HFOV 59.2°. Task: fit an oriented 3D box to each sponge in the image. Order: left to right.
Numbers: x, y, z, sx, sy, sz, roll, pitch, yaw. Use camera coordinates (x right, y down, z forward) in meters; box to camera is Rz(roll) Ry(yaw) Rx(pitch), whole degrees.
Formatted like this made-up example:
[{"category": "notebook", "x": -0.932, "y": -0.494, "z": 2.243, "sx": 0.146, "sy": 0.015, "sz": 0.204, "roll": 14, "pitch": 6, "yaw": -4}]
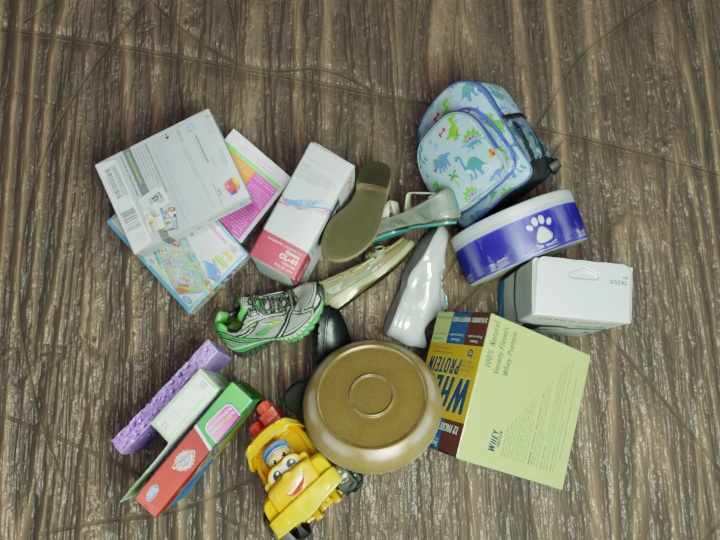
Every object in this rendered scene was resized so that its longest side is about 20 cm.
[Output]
[{"category": "sponge", "x": -0.284, "y": 0.194, "z": 0.968, "sx": 0.030, "sy": 0.112, "sz": 0.200, "roll": 42, "pitch": 81, "yaw": 7}]

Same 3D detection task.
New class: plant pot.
[{"category": "plant pot", "x": 0.016, "y": 0.177, "z": 0.878, "sx": 0.195, "sy": 0.028, "sz": 0.203, "roll": -2, "pitch": 53, "yaw": 2}]

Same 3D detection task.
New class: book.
[{"category": "book", "x": -0.223, "y": -0.114, "z": 1.062, "sx": 0.133, "sy": 0.048, "sz": 0.201, "roll": 38, "pitch": 82, "yaw": 4}]

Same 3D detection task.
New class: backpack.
[{"category": "backpack", "x": 0.181, "y": -0.194, "z": 1.011, "sx": 0.145, "sy": 0.183, "sz": 0.203, "roll": -13, "pitch": 71, "yaw": -44}]

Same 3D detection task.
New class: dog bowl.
[{"category": "dog bowl", "x": 0.245, "y": -0.048, "z": 0.985, "sx": 0.197, "sy": 0.200, "sz": 0.080, "roll": -21, "pitch": 83, "yaw": -6}]

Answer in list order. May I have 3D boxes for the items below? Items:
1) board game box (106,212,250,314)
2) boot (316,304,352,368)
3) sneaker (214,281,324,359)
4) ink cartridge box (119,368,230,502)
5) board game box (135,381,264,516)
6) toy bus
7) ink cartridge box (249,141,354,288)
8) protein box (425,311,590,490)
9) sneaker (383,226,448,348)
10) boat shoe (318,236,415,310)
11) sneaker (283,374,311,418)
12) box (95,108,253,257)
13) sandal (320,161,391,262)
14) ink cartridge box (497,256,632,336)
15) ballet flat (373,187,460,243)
[{"category": "board game box", "x": -0.290, "y": -0.050, "z": 1.020, "sx": 0.134, "sy": 0.034, "sz": 0.200, "roll": -43, "pitch": 86, "yaw": -3}, {"category": "boot", "x": 0.013, "y": 0.153, "z": 0.984, "sx": 0.159, "sy": 0.073, "sz": 0.203, "roll": 1, "pitch": 101, "yaw": 5}, {"category": "sneaker", "x": -0.139, "y": 0.070, "z": 0.966, "sx": 0.198, "sy": 0.085, "sz": 0.079, "roll": -27, "pitch": 43, "yaw": 20}, {"category": "ink cartridge box", "x": -0.276, "y": 0.240, "z": 0.942, "sx": 0.048, "sy": 0.146, "sz": 0.200, "roll": 42, "pitch": 81, "yaw": 7}, {"category": "board game box", "x": -0.229, "y": 0.256, "z": 0.938, "sx": 0.040, "sy": 0.153, "sz": 0.201, "roll": 39, "pitch": 81, "yaw": 5}, {"category": "toy bus", "x": -0.102, "y": 0.276, "z": 0.920, "sx": 0.135, "sy": 0.200, "sz": 0.193, "roll": -38, "pitch": 75, "yaw": -6}, {"category": "ink cartridge box", "x": -0.088, "y": -0.078, "z": 1.007, "sx": 0.085, "sy": 0.148, "sz": 0.202, "roll": 28, "pitch": 81, "yaw": 4}, {"category": "protein box", "x": 0.203, "y": 0.187, "z": 0.936, "sx": 0.197, "sy": 0.134, "sz": 0.202, "roll": 22, "pitch": 78, "yaw": -24}, {"category": "sneaker", "x": 0.112, "y": 0.028, "z": 1.040, "sx": 0.087, "sy": 0.075, "sz": 0.203, "roll": 24, "pitch": 85, "yaw": -10}, {"category": "boat shoe", "x": 0.000, "y": 0.001, "z": 1.035, "sx": 0.199, "sy": 0.073, "sz": 0.064, "roll": -37, "pitch": 83, "yaw": 1}, {"category": "sneaker", "x": -0.025, "y": 0.212, "z": 0.915, "sx": 0.196, "sy": 0.091, "sz": 0.077, "roll": 12, "pitch": 117, "yaw": 15}, {"category": "box", "x": -0.290, "y": -0.136, "z": 0.991, "sx": 0.197, "sy": 0.041, "sz": 0.158, "roll": -27, "pitch": 86, "yaw": -1}, {"category": "sandal", "x": 0.002, "y": -0.074, "z": 0.992, "sx": 0.076, "sy": 0.070, "sz": 0.214, "roll": 15, "pitch": 55, "yaw": 13}, {"category": "ink cartridge box", "x": 0.303, "y": 0.046, "z": 0.968, "sx": 0.142, "sy": 0.200, "sz": 0.086, "roll": 5, "pitch": 79, "yaw": -1}, {"category": "ballet flat", "x": 0.071, "y": -0.088, "z": 1.013, "sx": 0.197, "sy": 0.067, "sz": 0.065, "roll": -12, "pitch": 89, "yaw": 38}]
